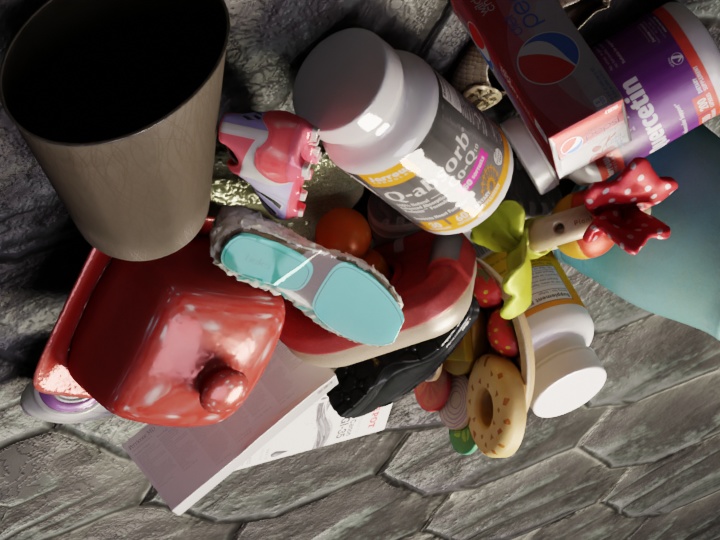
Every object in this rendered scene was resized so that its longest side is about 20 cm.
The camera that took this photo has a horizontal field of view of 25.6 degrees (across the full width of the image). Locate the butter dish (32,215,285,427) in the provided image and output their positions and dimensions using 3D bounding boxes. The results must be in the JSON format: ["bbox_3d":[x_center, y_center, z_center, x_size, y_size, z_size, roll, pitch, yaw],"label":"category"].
[{"bbox_3d":[-0.146,0.064,1.354,0.199,0.148,0.201,8,120,-44],"label":"butter dish"}]

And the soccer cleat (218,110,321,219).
[{"bbox_3d":[-0.074,-0.089,1.280,0.076,0.067,0.200,17,172,-1],"label":"soccer cleat"}]

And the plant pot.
[{"bbox_3d":[0.325,-0.036,1.567,0.200,0.188,0.200,-39,154,-23],"label":"plant pot"}]

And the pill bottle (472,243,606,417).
[{"bbox_3d":[0.168,0.044,1.609,0.111,0.201,0.111,-19,148,-13],"label":"pill bottle"}]

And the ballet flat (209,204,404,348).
[{"bbox_3d":[-0.044,-0.003,1.351,0.200,0.072,0.072,30,119,-30],"label":"ballet flat"}]

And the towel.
[{"bbox_3d":[-0.084,-0.064,1.416,0.199,0.037,0.149,-5,141,-32],"label":"towel"}]

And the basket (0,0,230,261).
[{"bbox_3d":[-0.176,-0.104,1.199,0.180,0.136,0.200,-41,159,-23],"label":"basket"}]

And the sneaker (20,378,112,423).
[{"bbox_3d":[-0.236,0.101,1.532,0.199,0.075,0.100,-8,168,-34],"label":"sneaker"}]

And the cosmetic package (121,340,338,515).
[{"bbox_3d":[-0.123,0.137,1.517,0.200,0.083,0.051,-39,169,-6],"label":"cosmetic package"}]

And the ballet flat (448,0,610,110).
[{"bbox_3d":[0.154,-0.203,1.385,0.200,0.046,0.067,-42,145,22],"label":"ballet flat"}]

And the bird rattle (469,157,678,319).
[{"bbox_3d":[0.198,-0.048,1.437,0.199,0.113,0.163,-27,175,26],"label":"bird rattle"}]

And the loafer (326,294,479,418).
[{"bbox_3d":[0.047,0.077,1.546,0.070,0.068,0.200,-3,148,-50],"label":"loafer"}]

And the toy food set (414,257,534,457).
[{"bbox_3d":[0.105,0.085,1.568,0.048,0.201,0.198,-9,-177,-27],"label":"toy food set"}]

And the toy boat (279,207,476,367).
[{"bbox_3d":[0.000,0.000,1.446,0.199,0.131,0.131,-19,118,21],"label":"toy boat"}]

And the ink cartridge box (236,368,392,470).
[{"bbox_3d":[-0.063,0.119,1.655,0.199,0.083,0.147,-13,145,-22],"label":"ink cartridge box"}]

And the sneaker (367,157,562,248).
[{"bbox_3d":[0.098,-0.059,1.543,0.199,0.075,0.082,-6,150,-12],"label":"sneaker"}]

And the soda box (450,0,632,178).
[{"bbox_3d":[0.139,-0.175,1.266,0.070,0.200,0.063,-28,149,1],"label":"soda box"}]

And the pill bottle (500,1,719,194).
[{"bbox_3d":[0.234,-0.152,1.457,0.199,0.113,0.112,-31,149,5],"label":"pill bottle"}]

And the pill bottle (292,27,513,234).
[{"bbox_3d":[0.037,-0.117,1.348,0.116,0.117,0.200,-38,142,16],"label":"pill bottle"}]
